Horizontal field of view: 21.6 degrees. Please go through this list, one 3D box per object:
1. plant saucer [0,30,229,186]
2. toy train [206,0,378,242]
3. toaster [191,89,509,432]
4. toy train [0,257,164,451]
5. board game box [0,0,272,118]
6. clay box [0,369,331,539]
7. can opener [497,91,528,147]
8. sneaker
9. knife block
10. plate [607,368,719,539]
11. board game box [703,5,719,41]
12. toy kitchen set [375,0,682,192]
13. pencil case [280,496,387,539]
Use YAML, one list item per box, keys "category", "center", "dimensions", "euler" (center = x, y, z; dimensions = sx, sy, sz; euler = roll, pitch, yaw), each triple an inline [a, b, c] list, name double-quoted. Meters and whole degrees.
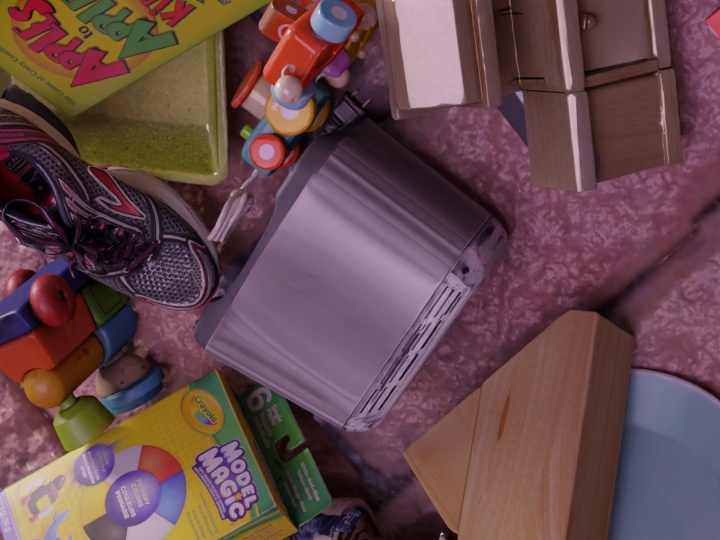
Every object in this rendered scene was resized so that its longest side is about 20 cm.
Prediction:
- category: "plant saucer"
  center: [-0.166, -0.164, 1.181]
  dimensions: [0.200, 0.048, 0.200]
  euler: [7, 111, 21]
- category: "toy train"
  center: [-0.046, -0.110, 1.081]
  dimensions: [0.056, 0.150, 0.200]
  euler: [38, 138, 2]
- category: "toaster"
  center: [0.000, 0.000, 1.137]
  dimensions: [0.129, 0.114, 0.200]
  euler: [35, 116, 3]
- category: "toy train"
  center: [-0.200, 0.066, 1.194]
  dimensions: [0.085, 0.200, 0.116]
  euler: [-24, 103, 27]
- category: "board game box"
  center: [-0.127, -0.171, 1.078]
  dimensions: [0.200, 0.048, 0.102]
  euler: [-26, 137, 28]
- category: "clay box"
  center: [-0.128, 0.149, 1.208]
  dimensions: [0.200, 0.048, 0.115]
  euler: [-31, 55, 3]
- category: "can opener"
  center: [0.071, -0.152, 1.077]
  dimensions: [0.200, 0.053, 0.066]
  euler: [55, 150, -6]
- category: "sneaker"
  center: [-0.171, -0.029, 1.142]
  dimensions: [0.200, 0.075, 0.081]
  euler: [33, 111, -27]
- category: "knife block"
  center: [0.114, 0.148, 1.102]
  dimensions: [0.200, 0.064, 0.176]
  euler: [-42, 60, 13]
- category: "plate"
  center: [0.155, 0.158, 1.133]
  dimensions: [0.200, 0.026, 0.201]
  euler: [-9, 68, 23]
- category: "board game box"
  center: [0.308, -0.138, 0.994]
  dimensions: [0.200, 0.046, 0.152]
  euler: [-40, 91, 29]
- category: "toy kitchen set"
  center: [0.124, -0.133, 0.963]
  dimensions: [0.180, 0.163, 0.200]
  euler: [15, 116, 58]
- category: "pencil case"
  center: [-0.087, 0.181, 1.249]
  dimensions: [0.200, 0.089, 0.078]
  euler: [4, 96, 22]
